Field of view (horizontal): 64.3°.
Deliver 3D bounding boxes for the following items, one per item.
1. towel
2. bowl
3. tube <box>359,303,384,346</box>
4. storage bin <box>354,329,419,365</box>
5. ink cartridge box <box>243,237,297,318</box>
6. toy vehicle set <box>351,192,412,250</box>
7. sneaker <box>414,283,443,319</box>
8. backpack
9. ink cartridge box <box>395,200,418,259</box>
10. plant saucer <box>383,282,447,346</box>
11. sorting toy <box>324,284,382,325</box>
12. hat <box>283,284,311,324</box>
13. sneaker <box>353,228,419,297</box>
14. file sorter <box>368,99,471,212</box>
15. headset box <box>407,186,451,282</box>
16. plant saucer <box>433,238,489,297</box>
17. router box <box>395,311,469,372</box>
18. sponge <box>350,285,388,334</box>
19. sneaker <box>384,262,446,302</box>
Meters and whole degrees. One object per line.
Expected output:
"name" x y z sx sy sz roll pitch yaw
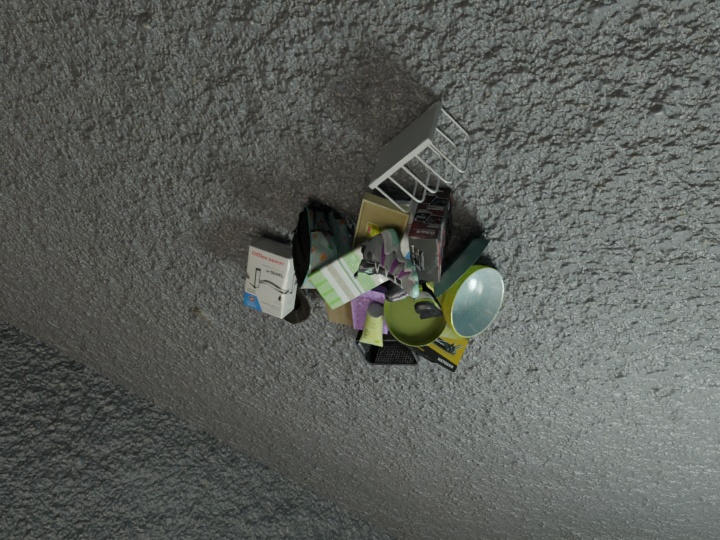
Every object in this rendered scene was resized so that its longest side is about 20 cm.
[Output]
"towel" -0.024 0.009 1.506 0.197 0.031 0.150 -27 131 6
"bowl" 0.287 0.069 1.574 0.107 0.200 0.201 31 158 49
"tube" 0.039 0.174 1.725 0.058 0.051 0.201 49 155 26
"storage bin" 0.096 0.235 1.886 0.197 0.095 0.136 -3 135 28
"ink cartridge box" -0.270 0.021 1.742 0.144 0.084 0.204 18 115 16
"toy vehicle set" 0.051 -0.102 1.471 0.122 0.027 0.202 20 141 4
"sneaker" 0.186 0.081 1.565 0.070 0.085 0.200 -9 164 10
"backpack" -0.112 -0.049 1.574 0.150 0.203 0.177 12 142 -16
"ink cartridge box" 0.104 -0.118 1.502 0.114 0.067 0.202 4 138 21
"plant saucer" 0.159 0.119 1.667 0.197 0.203 0.031 26 168 -6
"sorting toy" -0.010 0.087 1.785 0.195 0.070 0.202 8 139 15
"hat" -0.230 0.071 1.858 0.197 0.081 0.204 16 127 21
"sneaker" 0.052 0.001 1.381 0.138 0.202 0.078 -20 143 -8
"file sorter" 0.138 -0.247 1.287 0.124 0.140 0.199 35 139 -21
"headset box" 0.172 -0.082 1.407 0.074 0.202 0.150 7 140 17
"plant saucer" 0.248 -0.016 1.464 0.036 0.200 0.200 43 139 1
"router box" 0.226 0.190 1.721 0.198 0.159 0.052 30 168 -12
"sponge" 0.027 0.115 1.721 0.109 0.030 0.202 10 139 14
"sneaker" 0.142 0.007 1.598 0.198 0.075 0.088 -31 112 8
